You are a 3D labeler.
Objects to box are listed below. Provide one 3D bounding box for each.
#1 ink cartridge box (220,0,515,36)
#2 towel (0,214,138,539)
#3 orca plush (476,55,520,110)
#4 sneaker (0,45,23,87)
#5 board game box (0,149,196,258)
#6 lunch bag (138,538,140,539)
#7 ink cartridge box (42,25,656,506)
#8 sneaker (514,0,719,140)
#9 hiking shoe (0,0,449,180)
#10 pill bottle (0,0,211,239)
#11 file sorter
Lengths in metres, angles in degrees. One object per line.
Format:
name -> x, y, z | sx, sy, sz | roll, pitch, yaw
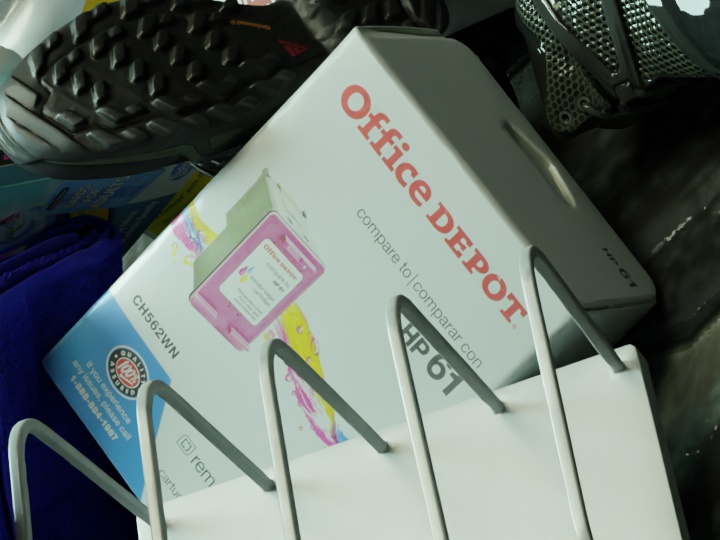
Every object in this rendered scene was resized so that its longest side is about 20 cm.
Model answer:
ink cartridge box -> 0.004, -0.192, 1.162 | 0.200, 0.084, 0.176 | -23, 71, 25
towel -> -0.132, 0.089, 1.098 | 0.049, 0.148, 0.201 | 7, 110, 28
orca plush -> 0.000, 0.000, 1.119 | 0.200, 0.105, 0.071 | -37, 70, 1
sneaker -> -0.213, -0.063, 1.222 | 0.089, 0.075, 0.200 | 64, 145, 15
board game box -> -0.183, -0.022, 1.143 | 0.151, 0.200, 0.047 | -45, 64, 53
lunch bag -> -0.075, 0.199, 0.978 | 0.200, 0.094, 0.151 | -47, 63, 9
ink cartridge box -> -0.006, 0.022, 1.028 | 0.200, 0.085, 0.145 | -45, 72, 21
sneaker -> 0.133, -0.089, 1.006 | 0.199, 0.076, 0.115 | 31, 130, 36
hiking shoe -> -0.057, -0.062, 1.061 | 0.076, 0.200, 0.101 | 57, 148, 27
pill bottle -> -0.134, -0.095, 1.280 | 0.104, 0.200, 0.104 | -37, 36, 33
file sorter -> 0.000, 0.095, 0.880 | 0.200, 0.125, 0.139 | -19, 57, 14
